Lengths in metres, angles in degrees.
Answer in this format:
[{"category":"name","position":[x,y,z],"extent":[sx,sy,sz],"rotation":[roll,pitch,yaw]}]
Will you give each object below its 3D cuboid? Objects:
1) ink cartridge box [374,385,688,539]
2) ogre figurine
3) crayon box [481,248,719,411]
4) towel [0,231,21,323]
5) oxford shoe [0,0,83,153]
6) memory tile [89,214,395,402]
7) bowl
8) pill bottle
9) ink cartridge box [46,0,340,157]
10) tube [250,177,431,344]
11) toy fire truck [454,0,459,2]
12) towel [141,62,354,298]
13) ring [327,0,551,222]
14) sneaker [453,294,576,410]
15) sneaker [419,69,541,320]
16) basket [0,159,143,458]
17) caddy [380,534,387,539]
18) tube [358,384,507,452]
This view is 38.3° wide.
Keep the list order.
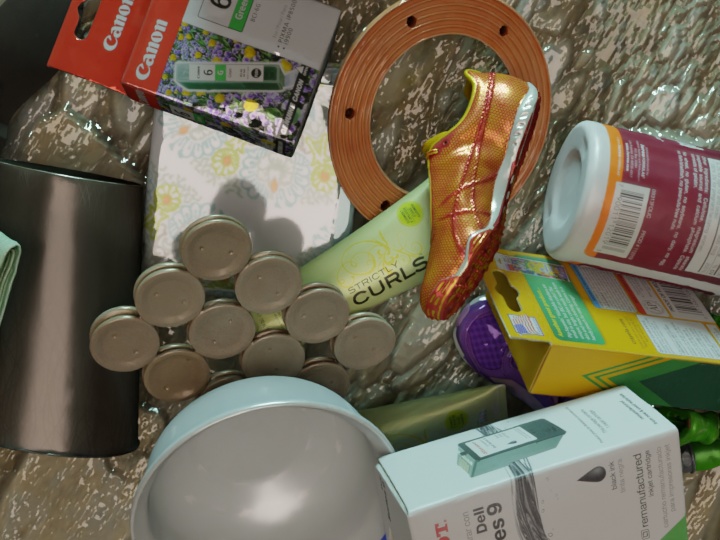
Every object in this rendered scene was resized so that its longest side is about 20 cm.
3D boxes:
[{"category":"ink cartridge box","position":[0.123,0.186,0.739],"extent":[0.199,0.084,0.147],"rotation":[-15,109,-10]},{"category":"ogre figurine","position":[0.325,0.110,0.872],"extent":[0.119,0.098,0.201],"rotation":[10,106,-16]},{"category":"crayon box","position":[0.183,0.044,0.819],"extent":[0.199,0.126,0.052],"rotation":[8,122,-16]},{"category":"towel","position":[-0.321,0.023,0.773],"extent":[0.023,0.200,0.153],"rotation":[14,98,-44]},{"category":"oxford shoe","position":[-0.287,-0.157,0.799],"extent":[0.201,0.071,0.071],"rotation":[-58,141,-6]},{"category":"memory tile","position":[-0.085,0.052,0.772],"extent":[0.200,0.017,0.153],"rotation":[35,108,-34]},{"category":"bowl","position":[-0.074,0.148,0.775],"extent":[0.200,0.091,0.202],"rotation":[-8,126,-11]},{"category":"pill bottle","position":[0.258,-0.044,0.834],"extent":[0.199,0.114,0.115],"rotation":[12,100,-7]},{"category":"ink cartridge box","position":[-0.125,-0.171,0.771],"extent":[0.199,0.050,0.110],"rotation":[20,84,-3]},{"category":"tube","position":[0.000,0.000,0.809],"extent":[0.199,0.052,0.058],"rotation":[-30,128,2]},{"category":"toy fire truck","position":[0.073,-0.284,0.807],"extent":[0.200,0.049,0.141],"rotation":[36,96,-9]},{"category":"towel","position":[-0.085,-0.075,0.838],"extent":[0.170,0.048,0.201],"rotation":[8,100,-3]},{"category":"ring","position":[0.064,-0.122,0.822],"extent":[0.199,0.019,0.202],"rotation":[-9,114,-22]},{"category":"sneaker","position":[0.167,0.094,0.867],"extent":[0.200,0.088,0.081],"rotation":[37,98,-8]},{"category":"sneaker","position":[0.076,-0.056,0.778],"extent":[0.077,0.073,0.201],"rotation":[15,70,12]},{"category":"basket","position":[-0.241,0.022,0.801],"extent":[0.179,0.136,0.201],"rotation":[11,95,18]},{"category":"caddy","position":[0.075,0.243,0.861],"extent":[0.199,0.141,0.106],"rotation":[6,97,-5]},{"category":"tube","position":[0.026,0.138,0.868],"extent":[0.199,0.058,0.052],"rotation":[-11,84,0]}]
